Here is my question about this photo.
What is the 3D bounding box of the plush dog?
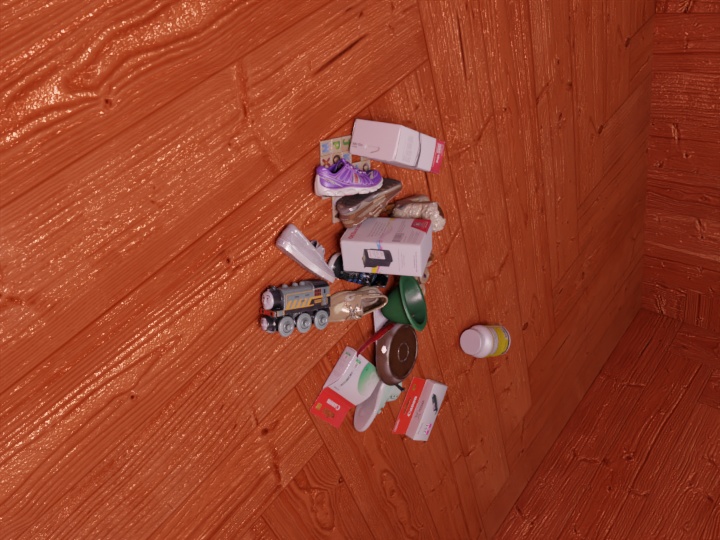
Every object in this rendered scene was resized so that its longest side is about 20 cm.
[{"bbox_3d":[0.133,-0.098,1.528,0.157,0.200,0.176,-10,107,-8],"label":"plush dog"}]

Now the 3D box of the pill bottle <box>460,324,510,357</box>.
[{"bbox_3d":[0.440,0.250,2.029,0.198,0.111,0.115,5,103,-48],"label":"pill bottle"}]

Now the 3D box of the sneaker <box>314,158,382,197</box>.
[{"bbox_3d":[-0.023,-0.221,1.341,0.198,0.080,0.086,-14,111,-43],"label":"sneaker"}]

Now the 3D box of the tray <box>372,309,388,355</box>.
[{"bbox_3d":[0.069,0.176,1.637,0.107,0.022,0.205,-27,118,-48],"label":"tray"}]

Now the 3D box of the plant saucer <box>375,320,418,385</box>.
[{"bbox_3d":[0.114,0.234,1.659,0.198,0.032,0.205,-7,99,-51],"label":"plant saucer"}]

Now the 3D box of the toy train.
[{"bbox_3d":[-0.150,0.084,1.339,0.197,0.084,0.117,-7,99,-44],"label":"toy train"}]

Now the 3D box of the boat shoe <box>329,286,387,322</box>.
[{"bbox_3d":[-0.017,0.093,1.485,0.197,0.065,0.074,-17,120,-33],"label":"boat shoe"}]

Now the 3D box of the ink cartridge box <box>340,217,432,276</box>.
[{"bbox_3d":[0.066,-0.062,1.391,0.146,0.195,0.084,-59,149,-55],"label":"ink cartridge box"}]

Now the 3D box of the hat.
[{"bbox_3d":[0.073,0.112,1.591,0.199,0.173,0.169,-24,94,-66],"label":"hat"}]

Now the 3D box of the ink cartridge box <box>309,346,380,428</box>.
[{"bbox_3d":[-0.036,0.335,1.589,0.202,0.049,0.161,-60,139,-14],"label":"ink cartridge box"}]

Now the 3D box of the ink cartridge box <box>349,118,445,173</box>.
[{"bbox_3d":[0.091,-0.298,1.380,0.198,0.145,0.085,1,104,-52],"label":"ink cartridge box"}]

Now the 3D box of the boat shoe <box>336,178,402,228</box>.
[{"bbox_3d":[0.024,-0.168,1.421,0.198,0.075,0.073,-29,130,-26],"label":"boat shoe"}]

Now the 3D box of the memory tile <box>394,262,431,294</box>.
[{"bbox_3d":[0.152,0.034,1.674,0.152,0.017,0.205,10,91,-50],"label":"memory tile"}]

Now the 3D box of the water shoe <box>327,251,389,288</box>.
[{"bbox_3d":[0.000,0.000,1.464,0.198,0.078,0.073,11,98,-49],"label":"water shoe"}]

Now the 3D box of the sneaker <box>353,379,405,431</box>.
[{"bbox_3d":[0.062,0.394,1.696,0.118,0.073,0.203,38,74,-42],"label":"sneaker"}]

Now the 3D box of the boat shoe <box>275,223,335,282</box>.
[{"bbox_3d":[-0.117,-0.039,1.335,0.199,0.071,0.069,39,78,-39],"label":"boat shoe"}]

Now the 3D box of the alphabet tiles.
[{"bbox_3d":[-0.033,-0.223,1.389,0.165,0.007,0.205,-23,121,-41],"label":"alphabet tiles"}]

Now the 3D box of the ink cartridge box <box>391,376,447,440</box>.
[{"bbox_3d":[0.200,0.462,1.906,0.172,0.043,0.204,23,88,-51],"label":"ink cartridge box"}]
